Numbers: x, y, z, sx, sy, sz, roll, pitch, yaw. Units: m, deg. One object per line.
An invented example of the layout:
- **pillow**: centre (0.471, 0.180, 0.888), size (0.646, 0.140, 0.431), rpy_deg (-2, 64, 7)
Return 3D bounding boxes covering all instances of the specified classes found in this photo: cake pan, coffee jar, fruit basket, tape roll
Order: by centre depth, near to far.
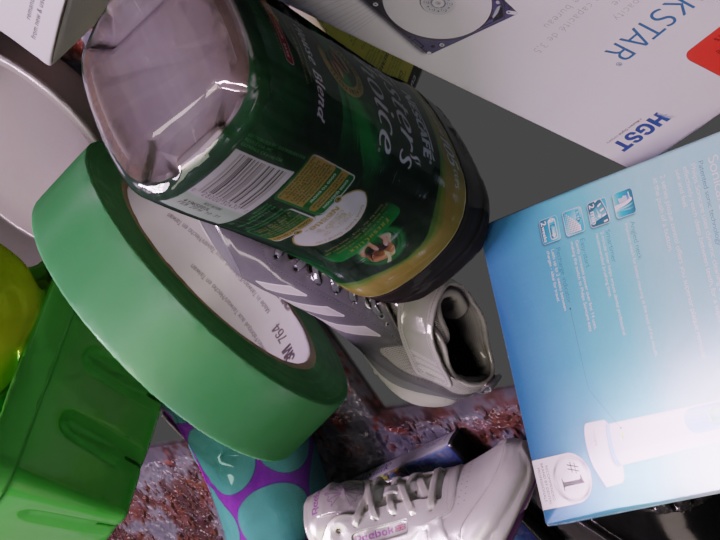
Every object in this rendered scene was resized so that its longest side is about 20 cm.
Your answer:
- **coffee jar**: centre (-0.024, -0.056, 0.723), size (0.085, 0.105, 0.199), rpy_deg (-38, 148, 18)
- **tape roll**: centre (-0.093, 0.016, 0.911), size (0.200, 0.201, 0.048), rpy_deg (44, 101, -8)
- **fruit basket**: centre (-0.215, 0.053, 0.962), size (0.215, 0.216, 0.156), rpy_deg (39, 140, -3)
- **cake pan**: centre (-0.218, -0.070, 1.038), size (0.199, 0.037, 0.201), rpy_deg (20, 137, 20)

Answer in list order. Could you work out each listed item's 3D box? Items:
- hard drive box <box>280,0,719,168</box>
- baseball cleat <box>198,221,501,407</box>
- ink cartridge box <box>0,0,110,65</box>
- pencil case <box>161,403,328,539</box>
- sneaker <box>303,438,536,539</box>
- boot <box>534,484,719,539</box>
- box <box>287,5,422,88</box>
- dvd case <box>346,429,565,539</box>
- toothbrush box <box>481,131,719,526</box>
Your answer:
- **hard drive box**: centre (0.083, -0.140, 0.658), size (0.199, 0.077, 0.156), rpy_deg (21, 146, -23)
- **baseball cleat**: centre (0.000, 0.000, 0.916), size (0.199, 0.070, 0.106), rpy_deg (38, 156, -17)
- **ink cartridge box**: centre (-0.179, -0.218, 0.782), size (0.199, 0.146, 0.083), rpy_deg (36, 143, 3)
- **pencil case**: centre (-0.070, 0.134, 1.069), size (0.092, 0.085, 0.202), rpy_deg (-19, 114, -2)
- **sneaker**: centre (0.023, 0.159, 0.998), size (0.100, 0.075, 0.200), rpy_deg (43, 115, -10)
- **boot**: centre (0.187, 0.107, 0.875), size (0.210, 0.080, 0.159), rpy_deg (23, 138, 18)
- **box**: centre (-0.039, -0.138, 0.775), size (0.075, 0.050, 0.200), rpy_deg (11, 157, 29)
- **dvd case**: centre (0.050, 0.187, 1.102), size (0.143, 0.018, 0.200), rpy_deg (46, 139, -11)
- **toothbrush box**: centre (0.162, 0.021, 0.723), size (0.199, 0.085, 0.148), rpy_deg (-23, 77, 47)
